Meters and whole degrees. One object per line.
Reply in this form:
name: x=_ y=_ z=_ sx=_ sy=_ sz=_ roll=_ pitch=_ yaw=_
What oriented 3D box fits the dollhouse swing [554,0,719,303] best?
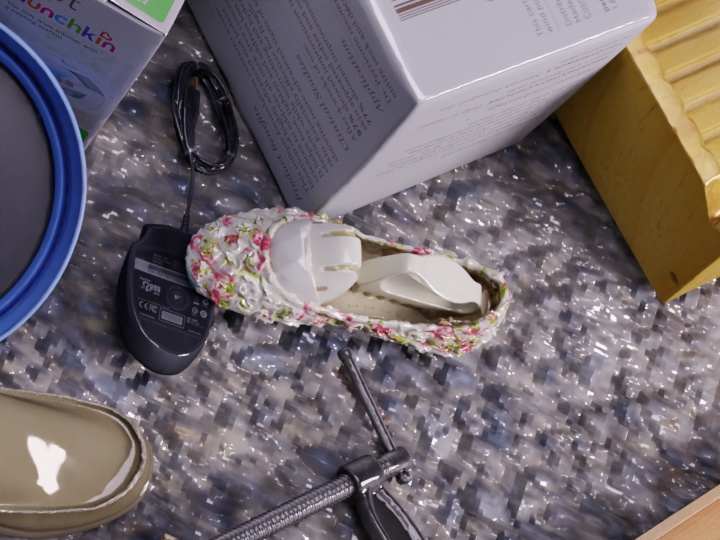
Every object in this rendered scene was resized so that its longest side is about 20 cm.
dollhouse swing: x=0.216 y=-0.115 z=1.713 sx=0.175 sy=0.182 sz=0.200 roll=-26 pitch=82 yaw=-18

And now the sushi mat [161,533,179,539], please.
sushi mat: x=-0.035 y=0.227 z=1.559 sx=0.199 sy=0.012 sz=0.096 roll=27 pitch=61 yaw=-12

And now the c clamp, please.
c clamp: x=-0.034 y=0.157 z=1.571 sx=0.200 sy=0.027 sz=0.171 roll=-30 pitch=85 yaw=-37

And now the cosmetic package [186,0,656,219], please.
cosmetic package: x=0.028 y=-0.153 z=1.620 sx=0.166 sy=0.200 sz=0.168 roll=-23 pitch=81 yaw=-27

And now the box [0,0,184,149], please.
box: x=-0.133 y=-0.195 z=1.583 sx=0.096 sy=0.176 sz=0.200 roll=29 pitch=62 yaw=-10

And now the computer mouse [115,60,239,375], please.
computer mouse: x=-0.105 y=-0.029 z=1.620 sx=0.058 sy=0.034 sz=0.201 roll=23 pitch=57 yaw=-23

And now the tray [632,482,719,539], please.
tray: x=0.244 y=0.163 z=1.686 sx=0.200 sy=0.037 sz=0.099 roll=-29 pitch=83 yaw=-29

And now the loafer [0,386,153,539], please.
loafer: x=-0.201 y=0.097 z=1.508 sx=0.199 sy=0.067 sz=0.076 roll=3 pitch=70 yaw=-21

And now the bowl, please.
bowl: x=-0.246 y=-0.047 z=1.517 sx=0.200 sy=0.039 sz=0.202 roll=0 pitch=93 yaw=-8

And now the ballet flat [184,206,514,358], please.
ballet flat: x=0.000 y=0.000 z=1.612 sx=0.199 sy=0.064 sz=0.076 roll=10 pitch=68 yaw=-29
